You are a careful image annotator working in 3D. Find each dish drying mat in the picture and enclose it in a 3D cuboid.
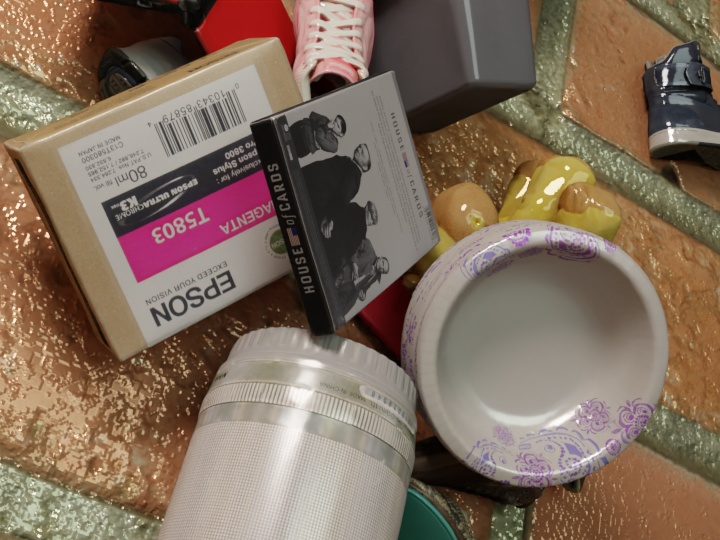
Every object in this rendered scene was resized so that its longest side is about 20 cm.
[{"bbox_3d":[0.000,0.000,0.873,0.200,0.018,0.077,47,50,-7],"label":"dish drying mat"}]

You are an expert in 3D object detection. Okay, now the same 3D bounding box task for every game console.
[{"bbox_3d":[-0.145,-0.218,0.825,0.171,0.119,0.200,9,37,1],"label":"game console"}]

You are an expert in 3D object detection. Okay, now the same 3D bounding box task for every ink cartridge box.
[{"bbox_3d":[-0.126,-0.056,0.706,0.199,0.075,0.165,-29,111,-19],"label":"ink cartridge box"}]

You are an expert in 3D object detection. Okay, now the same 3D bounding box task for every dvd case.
[{"bbox_3d":[-0.002,-0.059,0.724,0.200,0.025,0.151,-38,115,-59],"label":"dvd case"}]

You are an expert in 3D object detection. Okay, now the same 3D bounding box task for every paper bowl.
[{"bbox_3d":[0.130,0.059,0.773,0.199,0.104,0.202,-2,100,-10],"label":"paper bowl"}]

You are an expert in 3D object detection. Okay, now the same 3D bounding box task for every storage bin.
[{"bbox_3d":[0.081,-0.212,0.915,0.145,0.200,0.135,-6,86,-35],"label":"storage bin"}]

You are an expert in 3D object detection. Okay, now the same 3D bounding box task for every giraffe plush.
[{"bbox_3d":[0.113,-0.018,0.883,0.161,0.172,0.201,13,89,-20],"label":"giraffe plush"}]

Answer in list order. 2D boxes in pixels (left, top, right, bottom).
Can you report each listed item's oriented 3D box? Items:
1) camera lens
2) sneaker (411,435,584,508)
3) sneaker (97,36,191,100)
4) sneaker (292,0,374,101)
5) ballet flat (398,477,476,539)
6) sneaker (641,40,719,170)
[{"bbox_3d":[-0.050,0.162,0.682,0.159,0.160,0.201,28,58,-21],"label":"camera lens"},{"bbox_3d":[0.126,0.175,0.854,0.199,0.070,0.076,-6,90,-28],"label":"sneaker"},{"bbox_3d":[-0.122,-0.116,0.807,0.200,0.074,0.087,51,47,-7],"label":"sneaker"},{"bbox_3d":[-0.020,-0.186,0.834,0.075,0.105,0.201,10,81,-13],"label":"sneaker"},{"bbox_3d":[0.080,0.244,0.806,0.201,0.068,0.075,60,30,-5],"label":"ballet flat"},{"bbox_3d":[0.431,-0.205,1.209,0.201,0.077,0.147,6,70,-31],"label":"sneaker"}]
